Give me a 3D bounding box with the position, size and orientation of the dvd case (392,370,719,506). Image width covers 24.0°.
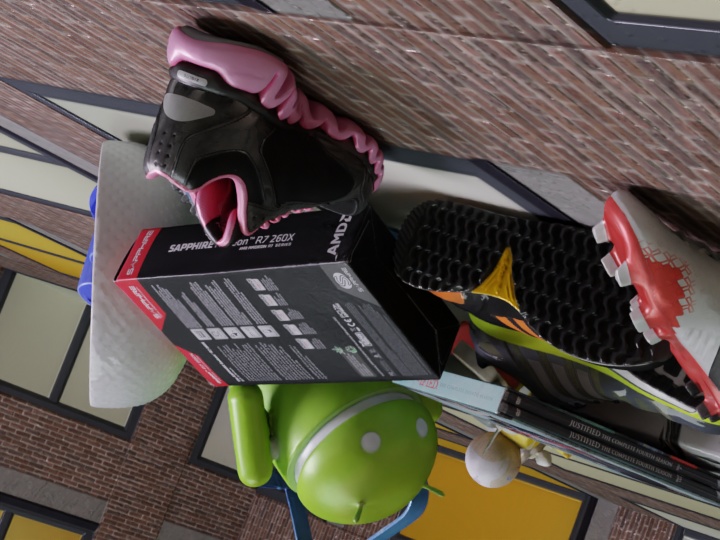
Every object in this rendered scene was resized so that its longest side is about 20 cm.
[{"bbox_3d":[0.137,0.109,1.144,0.199,0.022,0.146,25,174,-26],"label":"dvd case"}]

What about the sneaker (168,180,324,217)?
[{"bbox_3d":[-0.054,-0.042,1.151,0.200,0.073,0.072,36,-163,-16],"label":"sneaker"}]

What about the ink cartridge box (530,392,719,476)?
[{"bbox_3d":[0.239,0.094,1.172,0.199,0.085,0.146,15,171,34],"label":"ink cartridge box"}]

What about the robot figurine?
[{"bbox_3d":[-0.021,0.101,1.247,0.175,0.116,0.200,-15,-129,-30],"label":"robot figurine"}]

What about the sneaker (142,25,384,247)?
[{"bbox_3d":[-0.055,-0.054,0.902,0.079,0.096,0.200,15,172,28],"label":"sneaker"}]

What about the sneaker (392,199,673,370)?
[{"bbox_3d":[0.117,0.011,1.011,0.200,0.070,0.090,21,180,38],"label":"sneaker"}]

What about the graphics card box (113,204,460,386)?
[{"bbox_3d":[-0.049,0.021,1.114,0.199,0.051,0.126,-4,138,38],"label":"graphics card box"}]

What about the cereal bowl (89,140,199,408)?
[{"bbox_3d":[-0.155,0.004,1.255,0.083,0.201,0.200,2,174,-7],"label":"cereal bowl"}]

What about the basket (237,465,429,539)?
[{"bbox_3d":[-0.017,0.142,1.406,0.139,0.201,0.176,9,144,-33],"label":"basket"}]

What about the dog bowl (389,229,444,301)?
[{"bbox_3d":[0.000,0.000,1.299,0.111,0.050,0.200,24,171,-19],"label":"dog bowl"}]

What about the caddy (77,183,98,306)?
[{"bbox_3d":[-0.143,-0.009,1.436,0.199,0.105,0.141,24,149,-8],"label":"caddy"}]

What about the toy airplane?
[{"bbox_3d":[0.110,0.100,1.349,0.199,0.142,0.199,26,171,-28],"label":"toy airplane"}]

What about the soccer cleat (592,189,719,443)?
[{"bbox_3d":[0.190,0.019,0.883,0.200,0.085,0.069,51,-168,-34],"label":"soccer cleat"}]

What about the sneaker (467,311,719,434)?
[{"bbox_3d":[0.158,0.058,1.103,0.199,0.074,0.081,25,142,22],"label":"sneaker"}]
